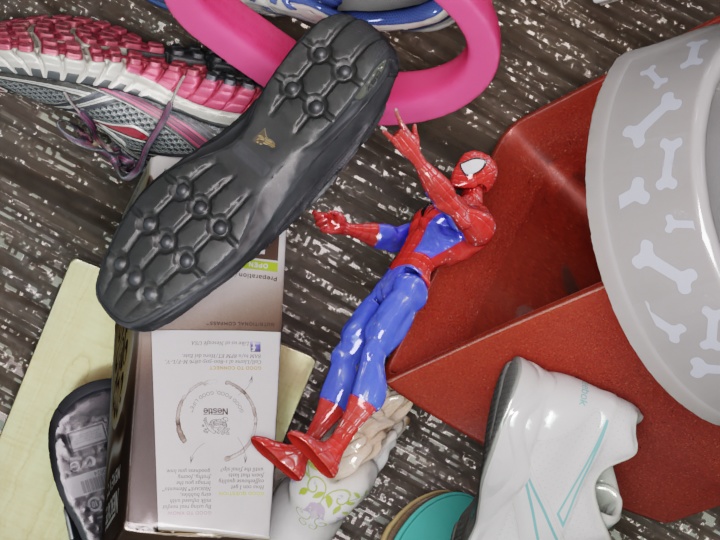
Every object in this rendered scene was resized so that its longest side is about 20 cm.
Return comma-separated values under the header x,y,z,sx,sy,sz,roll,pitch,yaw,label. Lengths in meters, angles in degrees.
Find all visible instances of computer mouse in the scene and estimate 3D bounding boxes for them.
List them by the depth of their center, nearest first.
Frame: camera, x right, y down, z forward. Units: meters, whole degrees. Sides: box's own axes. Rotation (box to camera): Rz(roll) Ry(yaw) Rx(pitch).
x,y,z,sx,sy,sz,roll,pitch,yaw,label
-0.148,0.170,1.593,0.140,0.046,0.201,-22,90,-14,computer mouse

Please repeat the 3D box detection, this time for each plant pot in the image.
x,y,z,sx,sy,sz,roll,pitch,yaw,label
0.165,0.016,1.505,0.176,0.201,0.199,43,140,-18,plant pot

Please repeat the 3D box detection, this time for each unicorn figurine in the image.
x,y,z,sx,sy,sz,roll,pitch,yaw,label
-0.027,0.138,1.569,0.073,0.138,0.201,17,132,6,unicorn figurine

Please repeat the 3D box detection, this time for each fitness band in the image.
x,y,z,sx,sy,sz,roll,pitch,yaw,label
-0.014,-0.140,1.492,0.143,0.038,0.200,-24,137,34,fitness band

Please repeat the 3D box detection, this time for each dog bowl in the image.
x,y,z,sx,sy,sz,roll,pitch,yaw,label
0.192,-0.027,1.374,0.058,0.200,0.201,-16,97,42,dog bowl

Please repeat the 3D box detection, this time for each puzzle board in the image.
x,y,z,sx,sy,sz,roll,pitch,yaw,label
-0.131,0.112,1.632,0.150,0.017,0.201,23,97,-2,puzzle board

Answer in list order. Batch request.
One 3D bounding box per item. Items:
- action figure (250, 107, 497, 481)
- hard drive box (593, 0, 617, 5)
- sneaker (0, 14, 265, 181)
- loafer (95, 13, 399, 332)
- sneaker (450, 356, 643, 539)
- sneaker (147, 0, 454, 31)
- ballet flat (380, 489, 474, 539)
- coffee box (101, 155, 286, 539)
x,y,z,sx,sy,sz,roll,pitch,yaw,label
0.000,0.000,1.481,0.099,0.065,0.200,46,65,-19,action figure
0.192,-0.237,1.495,0.076,0.199,0.157,-20,97,-37,hard drive box
-0.133,-0.090,1.581,0.198,0.081,0.075,14,109,2,sneaker
-0.053,-0.044,1.476,0.068,0.070,0.201,43,89,21,loafer
0.087,0.137,1.458,0.080,0.071,0.201,13,128,-4,sneaker
-0.036,-0.170,1.565,0.198,0.088,0.076,3,98,3,sneaker
0.019,0.189,1.562,0.069,0.200,0.063,42,122,-5,ballet flat
-0.090,0.054,1.537,0.079,0.113,0.202,6,73,-11,coffee box
